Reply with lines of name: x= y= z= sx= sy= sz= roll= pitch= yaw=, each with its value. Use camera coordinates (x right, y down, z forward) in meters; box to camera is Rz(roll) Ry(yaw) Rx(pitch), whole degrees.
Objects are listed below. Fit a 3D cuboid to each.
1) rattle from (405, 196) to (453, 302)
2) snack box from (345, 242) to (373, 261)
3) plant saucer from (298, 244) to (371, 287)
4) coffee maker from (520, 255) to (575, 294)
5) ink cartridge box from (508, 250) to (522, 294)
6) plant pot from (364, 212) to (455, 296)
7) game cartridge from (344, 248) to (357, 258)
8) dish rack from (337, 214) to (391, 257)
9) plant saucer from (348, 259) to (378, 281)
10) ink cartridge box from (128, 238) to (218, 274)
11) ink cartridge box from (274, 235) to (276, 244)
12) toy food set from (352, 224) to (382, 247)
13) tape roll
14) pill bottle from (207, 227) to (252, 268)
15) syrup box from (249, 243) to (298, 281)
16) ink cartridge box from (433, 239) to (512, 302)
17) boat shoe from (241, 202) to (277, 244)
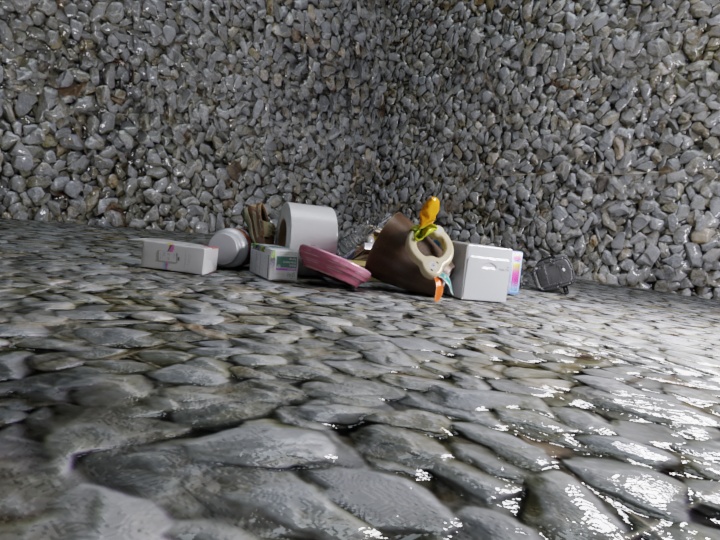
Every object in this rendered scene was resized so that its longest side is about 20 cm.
rattle: x=0.191 y=-0.048 z=1.388 sx=0.128 sy=0.203 sz=0.143 roll=12 pitch=-37 yaw=-28
snack box: x=-0.002 y=-0.042 z=1.899 sx=0.071 sy=0.025 sz=0.200 roll=4 pitch=-21 yaw=-28
plant saucer: x=-0.071 y=-0.006 z=1.478 sx=0.198 sy=0.052 sz=0.201 roll=22 pitch=-6 yaw=2
coffee maker: x=0.696 y=0.007 z=2.144 sx=0.189 sy=0.137 sz=0.200 roll=7 pitch=4 yaw=18
ink cartridge box: x=0.396 y=-0.002 z=1.801 sx=0.196 sy=0.139 sz=0.076 roll=5 pitch=1 yaw=-13
plant pot: x=0.142 y=-0.020 z=1.525 sx=0.198 sy=0.189 sz=0.187 roll=32 pitch=12 yaw=15
game cartridge: x=0.031 y=-0.032 z=2.010 sx=0.196 sy=0.042 sz=0.133 roll=7 pitch=-15 yaw=7
dish rack: x=0.004 y=-0.114 z=1.777 sx=0.199 sy=0.055 sz=0.153 roll=-37 pitch=3 yaw=26
plant saucer: x=0.000 y=0.000 z=1.778 sx=0.197 sy=0.049 sz=0.199 roll=3 pitch=6 yaw=-27
ink cartridge box: x=-0.471 y=-0.038 z=1.453 sx=0.196 sy=0.069 sz=0.116 roll=8 pitch=4 yaw=3
ink cartridge box: x=-0.225 y=-0.070 z=1.855 sx=0.144 sy=0.086 sz=0.199 roll=-18 pitch=12 yaw=-22
toy food set: x=0.062 y=-0.077 z=1.988 sx=0.197 sy=0.061 sz=0.143 roll=19 pitch=-33 yaw=-23
tape roll: x=-0.160 y=-0.087 z=1.657 sx=0.137 sy=0.207 sz=0.202 roll=5 pitch=5 yaw=-20
pill bottle: x=-0.365 y=-0.065 z=1.655 sx=0.110 sy=0.114 sz=0.200 roll=7 pitch=5 yaw=4
syrup box: x=-0.232 y=-0.024 z=1.534 sx=0.077 sy=0.083 sz=0.199 roll=2 pitch=5 yaw=-25
ink cartridge box: x=0.302 y=-0.002 z=1.611 sx=0.144 sy=0.149 sz=0.200 roll=5 pitch=5 yaw=-20
boat shoe: x=-0.283 y=-0.115 z=1.684 sx=0.073 sy=0.202 sz=0.076 roll=-28 pitch=-21 yaw=7
